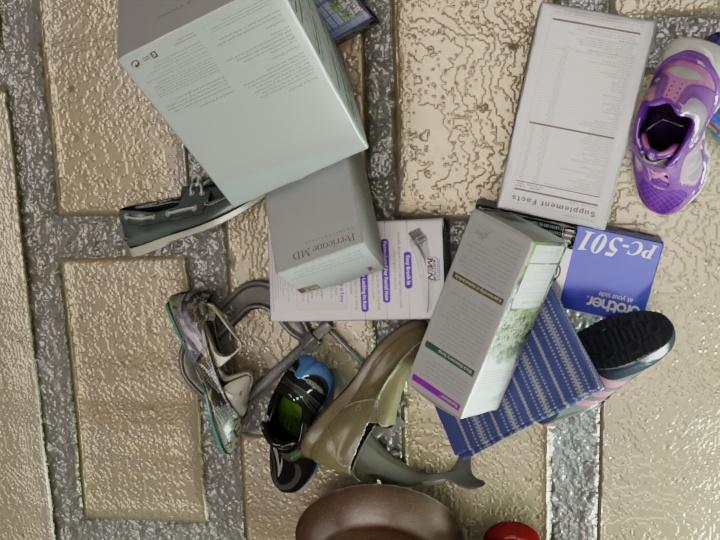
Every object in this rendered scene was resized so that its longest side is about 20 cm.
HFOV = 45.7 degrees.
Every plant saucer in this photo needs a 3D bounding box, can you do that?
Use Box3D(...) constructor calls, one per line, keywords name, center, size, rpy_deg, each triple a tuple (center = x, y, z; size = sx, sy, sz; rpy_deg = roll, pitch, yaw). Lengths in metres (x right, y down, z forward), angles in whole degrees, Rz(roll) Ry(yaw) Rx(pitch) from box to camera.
Box3D(name="plant saucer", center=(0.021, 0.329, 0.996), size=(0.199, 0.037, 0.201), rpy_deg=(1, 126, 2))

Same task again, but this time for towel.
Box3D(name="towel", center=(0.151, 0.104, 0.925), size=(0.200, 0.024, 0.145), rpy_deg=(-36, 69, 34))

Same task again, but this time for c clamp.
Box3D(name="c clamp", center=(-0.118, 0.106, 1.025), size=(0.200, 0.027, 0.171), rpy_deg=(-37, 92, 15))

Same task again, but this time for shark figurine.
Box3D(name="shark figurine", center=(0.028, 0.223, 0.989), size=(0.214, 0.090, 0.129), rpy_deg=(29, 108, 4))

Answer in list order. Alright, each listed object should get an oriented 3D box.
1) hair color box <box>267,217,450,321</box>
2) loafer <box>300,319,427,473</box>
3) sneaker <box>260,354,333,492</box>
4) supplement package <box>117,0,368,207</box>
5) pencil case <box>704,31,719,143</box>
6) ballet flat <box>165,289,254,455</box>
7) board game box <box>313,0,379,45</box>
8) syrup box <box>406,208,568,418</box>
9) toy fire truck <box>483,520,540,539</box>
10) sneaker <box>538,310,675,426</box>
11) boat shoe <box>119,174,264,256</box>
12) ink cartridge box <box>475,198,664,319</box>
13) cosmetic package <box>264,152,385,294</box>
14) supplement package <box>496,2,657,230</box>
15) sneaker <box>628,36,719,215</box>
Box3D(name="hair color box", center=(0.000, 0.000, 0.955), size=(0.199, 0.065, 0.110), rpy_deg=(-1, 91, 14))
Box3D(name="loafer", center=(0.019, 0.141, 0.946), size=(0.067, 0.076, 0.200), rpy_deg=(39, 85, 14))
Box3D(name="sneaker", center=(-0.084, 0.184, 0.985), size=(0.071, 0.083, 0.200), rpy_deg=(31, 131, 23))
Box3D(name="supplement package", center=(-0.108, -0.199, 0.804), size=(0.151, 0.151, 0.200), rpy_deg=(-22, 139, 10))
Box3D(name="pencil case", center=(0.391, -0.143, 0.846), size=(0.200, 0.087, 0.078), rpy_deg=(44, 122, 1))
Box3D(name="ballet flat", center=(-0.162, 0.115, 0.994), size=(0.072, 0.072, 0.201), rpy_deg=(-20, 92, 14))
Box3D(name="board game box", center=(-0.119, -0.283, 0.931), size=(0.200, 0.062, 0.200), rpy_deg=(-40, 92, 15))
Box3D(name="syrup box", center=(0.128, 0.045, 0.878), size=(0.081, 0.079, 0.201), rpy_deg=(32, 110, 35))
Box3D(name="toy fire truck", center=(0.160, 0.388, 0.973), size=(0.200, 0.112, 0.168), rpy_deg=(39, 122, -20))
Box3D(name="sneaker", center=(0.256, 0.109, 0.921), size=(0.200, 0.070, 0.082), rpy_deg=(-30, 127, 33))
Box3D(name="boat shoe", center=(-0.192, -0.075, 0.981), size=(0.199, 0.073, 0.062), rpy_deg=(-20, 100, 19))
Box3D(name="ink cartridge box", center=(0.214, -0.011, 0.928), size=(0.199, 0.044, 0.094), rpy_deg=(13, 105, 8))
Box3D(name="cosmetic package", center=(-0.046, -0.087, 0.904), size=(0.101, 0.074, 0.201), rpy_deg=(-19, 63, 14))
Box3D(name="supplement package", center=(0.213, -0.154, 0.865), size=(0.113, 0.110, 0.201), rpy_deg=(13, 103, 9))
Box3D(name="sneaker", center=(0.295, -0.121, 0.826), size=(0.080, 0.089, 0.201), rpy_deg=(23, 147, 25))
